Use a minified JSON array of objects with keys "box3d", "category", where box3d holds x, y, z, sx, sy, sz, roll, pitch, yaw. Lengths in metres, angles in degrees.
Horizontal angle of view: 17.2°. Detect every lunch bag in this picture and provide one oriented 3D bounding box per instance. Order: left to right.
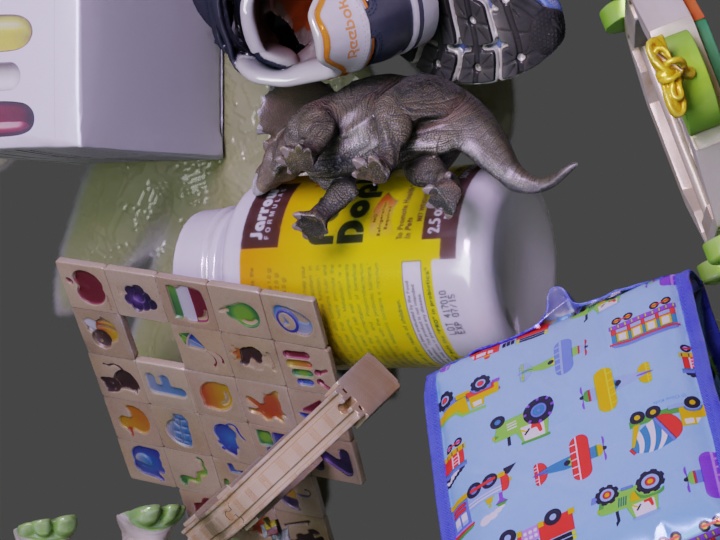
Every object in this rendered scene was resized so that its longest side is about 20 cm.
[{"box3d":[0.112,0.087,1.164,0.150,0.094,0.201,-24,48,16],"category":"lunch bag"}]

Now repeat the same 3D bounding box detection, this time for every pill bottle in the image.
[{"box3d":[0.000,0.000,1.311,0.199,0.109,0.110,-3,89,28],"category":"pill bottle"}]

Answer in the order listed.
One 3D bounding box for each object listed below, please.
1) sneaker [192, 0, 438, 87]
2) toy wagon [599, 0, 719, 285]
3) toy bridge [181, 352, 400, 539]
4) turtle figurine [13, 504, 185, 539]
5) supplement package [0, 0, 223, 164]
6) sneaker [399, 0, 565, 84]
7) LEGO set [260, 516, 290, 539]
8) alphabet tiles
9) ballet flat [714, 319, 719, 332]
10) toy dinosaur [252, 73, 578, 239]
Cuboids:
[{"box3d":[-0.049,-0.146,1.272,0.200,0.079,0.079,13,121,53],"category":"sneaker"},{"box3d":[0.163,-0.078,1.176,0.039,0.200,0.156,-20,80,2],"category":"toy wagon"},{"box3d":[-0.051,0.114,1.298,0.027,0.067,0.200,47,138,1],"category":"toy bridge"},{"box3d":[-0.135,0.233,1.352,0.143,0.200,0.195,-11,80,14],"category":"turtle figurine"},{"box3d":[-0.162,-0.165,1.368,0.110,0.156,0.201,0,90,27],"category":"supplement package"},{"box3d":[0.042,-0.161,1.286,0.200,0.089,0.079,28,133,43],"category":"sneaker"},{"box3d":[0.029,0.211,1.288,0.199,0.116,0.155,0,96,27],"category":"LEGO set"},{"box3d":[-0.076,0.082,1.342,0.166,0.008,0.201,8,132,28],"category":"alphabet tiles"},{"box3d":[0.221,0.077,1.216,0.200,0.067,0.067,34,121,26],"category":"ballet flat"},{"box3d":[0.014,-0.072,1.234,0.199,0.103,0.077,-9,130,25],"category":"toy dinosaur"}]
